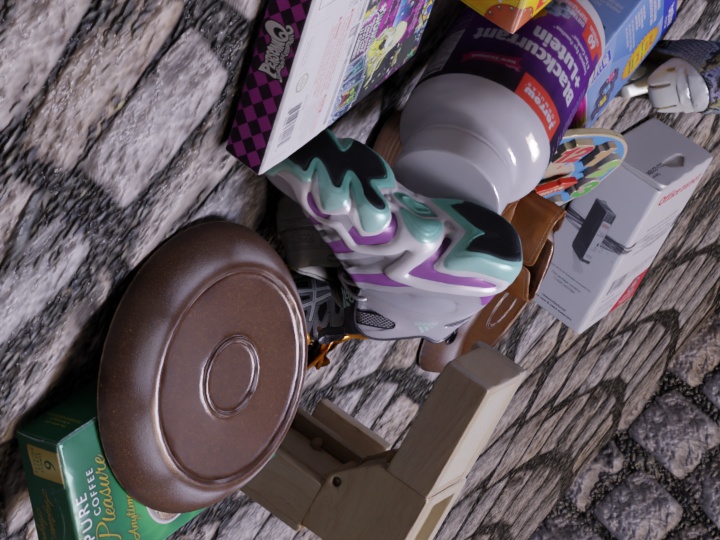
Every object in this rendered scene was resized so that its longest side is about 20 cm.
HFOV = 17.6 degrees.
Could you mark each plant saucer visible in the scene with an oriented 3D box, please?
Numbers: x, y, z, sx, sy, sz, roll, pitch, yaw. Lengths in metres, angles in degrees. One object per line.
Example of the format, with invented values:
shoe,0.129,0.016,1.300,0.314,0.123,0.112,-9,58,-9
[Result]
plant saucer,-0.096,0.068,1.557,0.200,0.032,0.200,-21,118,-48
plant saucer,0.133,0.027,2.317,0.200,0.032,0.200,-47,164,-18

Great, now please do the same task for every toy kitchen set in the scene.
toy kitchen set,0.007,0.096,1.784,0.181,0.200,0.163,-62,163,20

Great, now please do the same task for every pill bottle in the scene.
pill bottle,0.095,-0.117,1.672,0.111,0.111,0.200,108,9,-49

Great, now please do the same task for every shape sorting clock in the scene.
shape sorting clock,0.127,-0.067,1.930,0.200,0.039,0.200,-20,160,-7

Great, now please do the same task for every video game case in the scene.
video game case,-0.001,-0.177,1.479,0.181,0.036,0.200,-41,160,-40

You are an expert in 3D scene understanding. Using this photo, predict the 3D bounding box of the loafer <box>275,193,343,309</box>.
loafer,0.000,0.000,1.702,0.200,0.070,0.070,30,56,-52

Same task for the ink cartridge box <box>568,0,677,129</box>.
ink cartridge box,0.198,-0.206,1.943,0.200,0.076,0.136,-53,165,-10

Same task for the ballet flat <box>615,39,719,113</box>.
ballet flat,0.264,-0.166,2.028,0.072,0.200,0.072,-10,109,-33

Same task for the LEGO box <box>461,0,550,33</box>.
LEGO box,0.138,-0.284,1.585,0.149,0.077,0.200,-43,161,-37

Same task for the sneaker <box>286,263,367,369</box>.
sneaker,-0.053,0.042,1.724,0.200,0.077,0.078,-33,157,-48

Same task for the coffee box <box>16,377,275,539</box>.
coffee box,-0.141,0.117,1.575,0.200,0.044,0.123,-36,129,-42

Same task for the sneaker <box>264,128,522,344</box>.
sneaker,-0.004,-0.006,1.590,0.140,0.200,0.078,-53,-164,33

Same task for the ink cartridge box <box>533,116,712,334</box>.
ink cartridge box,0.275,-0.050,2.489,0.144,0.084,0.200,-30,153,-54

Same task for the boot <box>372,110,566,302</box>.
boot,0.070,-0.022,1.794,0.077,0.155,0.200,-50,166,-45
